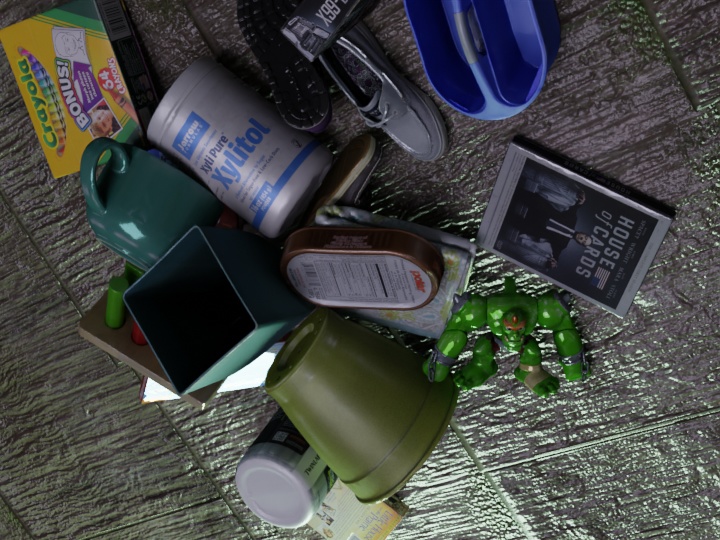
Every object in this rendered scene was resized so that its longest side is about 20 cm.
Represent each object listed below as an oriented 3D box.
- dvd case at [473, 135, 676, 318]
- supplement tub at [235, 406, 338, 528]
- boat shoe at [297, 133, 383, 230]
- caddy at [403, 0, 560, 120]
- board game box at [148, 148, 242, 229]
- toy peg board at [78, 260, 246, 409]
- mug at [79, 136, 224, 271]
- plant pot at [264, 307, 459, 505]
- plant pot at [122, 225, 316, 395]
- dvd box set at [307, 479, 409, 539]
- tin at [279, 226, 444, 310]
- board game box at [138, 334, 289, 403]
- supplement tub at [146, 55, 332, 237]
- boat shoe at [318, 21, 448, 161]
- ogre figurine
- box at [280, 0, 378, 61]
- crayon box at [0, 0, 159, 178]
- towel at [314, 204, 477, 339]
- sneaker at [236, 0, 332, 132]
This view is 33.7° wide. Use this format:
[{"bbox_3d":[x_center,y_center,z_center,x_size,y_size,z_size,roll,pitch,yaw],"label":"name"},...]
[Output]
[{"bbox_3d":[0.240,-0.048,1.356,0.198,0.025,0.152,27,130,12],"label":"dvd case"},{"bbox_3d":[-0.074,0.238,1.607,0.121,0.200,0.124,15,128,20],"label":"supplement tub"},{"bbox_3d":[-0.015,-0.089,1.451,0.064,0.074,0.200,24,141,-15],"label":"boat shoe"},{"bbox_3d":[0.125,-0.257,1.228,0.139,0.105,0.203,-5,118,33],"label":"caddy"},{"bbox_3d":[-0.245,-0.121,1.578,0.197,0.019,0.104,17,128,19],"label":"board game box"},{"bbox_3d":[-0.230,0.037,1.552,0.197,0.201,0.098,30,142,7],"label":"toy peg board"},{"bbox_3d":[-0.271,-0.074,1.448,0.184,0.116,0.152,32,171,-16],"label":"mug"},{"bbox_3d":[-0.011,0.153,1.494,0.192,0.202,0.200,40,132,-14],"label":"plant pot"},{"bbox_3d":[-0.151,0.041,1.441,0.141,0.199,0.142,-40,75,24],"label":"plant pot"},{"bbox_3d":[-0.040,0.334,1.763,0.199,0.029,0.147,36,131,5],"label":"dvd box set"},{"bbox_3d":[0.000,0.000,1.396,0.196,0.042,0.113,1,144,19],"label":"tin"},{"bbox_3d":[-0.199,0.132,1.629,0.020,0.197,0.104,64,147,34],"label":"board game box"},{"bbox_3d":[-0.144,-0.148,1.439,0.199,0.132,0.132,37,131,2],"label":"supplement tub"},{"bbox_3d":[0.018,-0.197,1.352,0.201,0.072,0.070,50,131,-8],"label":"boat shoe"},{"bbox_3d":[0.176,0.080,1.427,0.197,0.098,0.122,9,120,19],"label":"ogre figurine"},{"bbox_3d":[0.019,-0.321,1.214,0.050,0.158,0.200,43,132,-3],"label":"box"},{"bbox_3d":[-0.353,-0.237,1.522,0.170,0.058,0.203,-11,104,30],"label":"crayon box"},{"bbox_3d":[0.036,0.001,1.451,0.196,0.049,0.173,14,141,3],"label":"towel"},{"bbox_3d":[-0.086,-0.254,1.374,0.075,0.088,0.203,-17,86,9],"label":"sneaker"}]
